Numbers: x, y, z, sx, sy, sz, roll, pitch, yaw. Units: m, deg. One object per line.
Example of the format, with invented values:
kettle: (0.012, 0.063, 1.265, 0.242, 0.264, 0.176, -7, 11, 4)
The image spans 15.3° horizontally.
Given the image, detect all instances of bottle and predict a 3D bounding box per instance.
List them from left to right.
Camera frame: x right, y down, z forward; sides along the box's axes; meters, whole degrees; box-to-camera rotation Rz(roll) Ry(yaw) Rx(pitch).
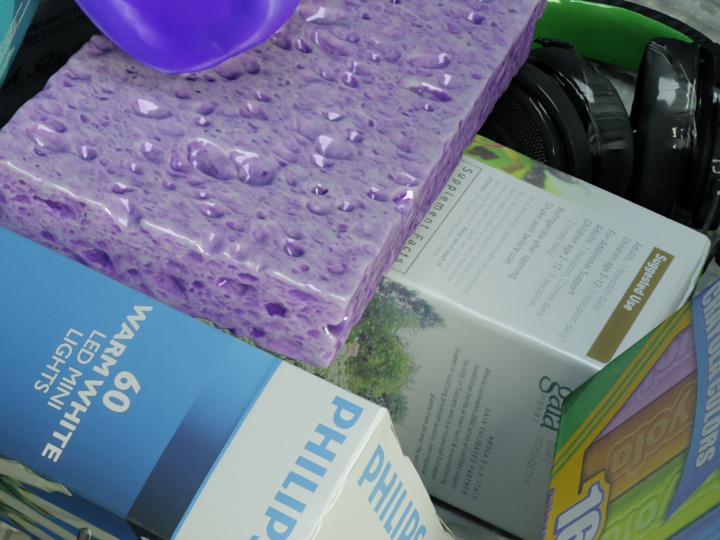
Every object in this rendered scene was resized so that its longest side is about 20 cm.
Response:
bottle: (-0.039, -0.139, 0.823, 0.084, 0.065, 0.200, 54, 28, -22)

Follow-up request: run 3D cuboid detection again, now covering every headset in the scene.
headset: (0.089, -0.056, 0.909, 0.123, 0.094, 0.200, -6, 34, -22)

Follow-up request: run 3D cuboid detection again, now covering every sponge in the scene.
sponge: (-0.024, -0.053, 0.805, 0.111, 0.030, 0.200, 22, 37, 9)

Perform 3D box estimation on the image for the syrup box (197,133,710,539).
syrup box: (0.000, 0.000, 0.842, 0.200, 0.079, 0.081, 24, 43, 12)

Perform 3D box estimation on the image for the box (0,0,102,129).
box: (-0.204, -0.092, 0.873, 0.184, 0.105, 0.200, -28, 56, -36)

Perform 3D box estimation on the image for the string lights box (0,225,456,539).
string lights box: (-0.079, 0.039, 0.739, 0.200, 0.103, 0.059, 24, 72, 23)

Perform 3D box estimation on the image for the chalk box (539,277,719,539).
chalk box: (0.150, 0.058, 0.687, 0.124, 0.200, 0.124, 32, 44, -19)

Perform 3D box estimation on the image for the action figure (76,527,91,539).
action figure: (-0.154, 0.122, 0.657, 0.200, 0.119, 0.102, -12, 42, -14)

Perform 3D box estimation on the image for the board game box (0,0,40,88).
board game box: (-0.190, -0.116, 0.790, 0.200, 0.047, 0.151, 14, 43, 1)
